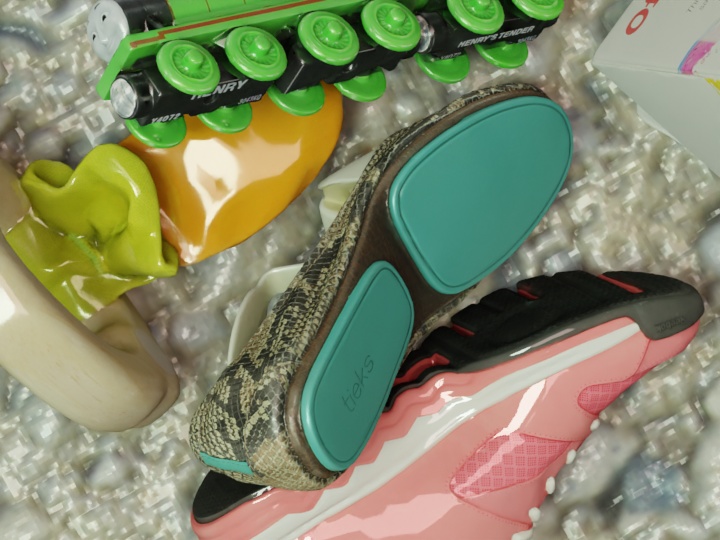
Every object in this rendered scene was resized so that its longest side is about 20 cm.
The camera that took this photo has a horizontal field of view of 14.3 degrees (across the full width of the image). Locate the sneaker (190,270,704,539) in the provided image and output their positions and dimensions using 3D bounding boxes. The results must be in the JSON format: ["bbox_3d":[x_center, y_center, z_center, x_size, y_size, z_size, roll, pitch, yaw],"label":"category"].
[{"bbox_3d":[0.040,0.069,1.038,0.200,0.074,0.087,-28,107,-5],"label":"sneaker"}]

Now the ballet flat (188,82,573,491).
[{"bbox_3d":[0.000,0.000,1.015,0.200,0.075,0.068,-53,128,-37],"label":"ballet flat"}]

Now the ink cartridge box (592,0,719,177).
[{"bbox_3d":[0.189,-0.080,0.998,0.125,0.200,0.129,40,83,-21],"label":"ink cartridge box"}]

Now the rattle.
[{"bbox_3d":[-0.096,-0.030,0.942,0.143,0.200,0.130,-25,60,15],"label":"rattle"}]

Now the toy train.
[{"bbox_3d":[-0.011,-0.087,0.997,0.200,0.042,0.056,-15,63,-39],"label":"toy train"}]
